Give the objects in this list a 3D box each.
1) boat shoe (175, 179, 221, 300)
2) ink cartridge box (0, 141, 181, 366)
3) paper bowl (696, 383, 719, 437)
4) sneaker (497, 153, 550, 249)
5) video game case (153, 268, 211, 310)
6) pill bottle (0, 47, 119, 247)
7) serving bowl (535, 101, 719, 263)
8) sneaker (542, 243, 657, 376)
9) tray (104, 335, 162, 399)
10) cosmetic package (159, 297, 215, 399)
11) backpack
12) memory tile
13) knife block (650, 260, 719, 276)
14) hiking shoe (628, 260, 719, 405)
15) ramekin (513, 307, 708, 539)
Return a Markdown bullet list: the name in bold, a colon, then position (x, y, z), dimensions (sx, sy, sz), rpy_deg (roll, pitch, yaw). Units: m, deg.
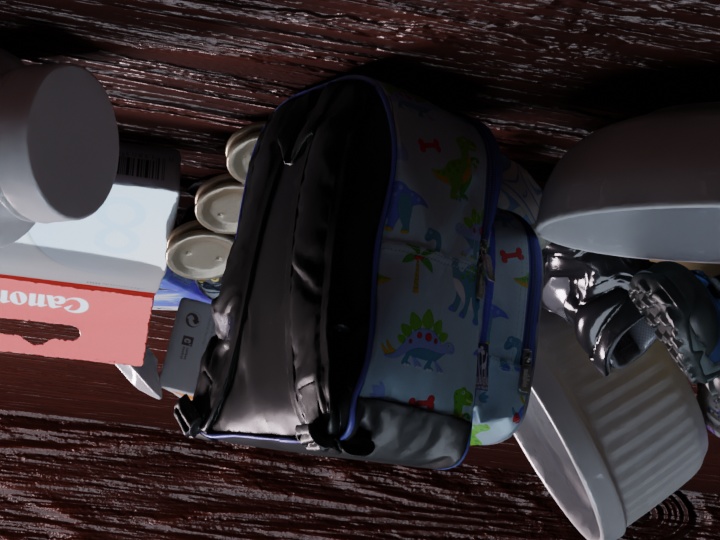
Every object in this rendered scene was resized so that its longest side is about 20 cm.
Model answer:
- **boat shoe**: position (-0.101, -0.025, 1.277), dimensions (0.091, 0.071, 0.200), rpy_deg (39, 171, -19)
- **ink cartridge box**: position (-0.210, -0.002, 1.186), dimensions (0.159, 0.047, 0.201), rpy_deg (7, 130, -10)
- **paper bowl**: position (0.344, 0.065, 1.282), dimensions (0.199, 0.105, 0.201), rpy_deg (1, -163, 0)
- **sneaker**: position (0.060, -0.010, 1.123), dimensions (0.072, 0.073, 0.200), rpy_deg (-21, 166, -30)
- **video game case**: position (-0.224, -0.006, 1.469), dimensions (0.180, 0.046, 0.200), rpy_deg (1, 168, 19)
- **pill bottle**: position (-0.236, -0.066, 0.973), dimensions (0.199, 0.112, 0.111), rpy_deg (0, 168, 27)
- **serving bowl**: position (0.194, -0.049, 0.954), dimensions (0.199, 0.066, 0.200), rpy_deg (3, 173, 0)
- **sneaker**: position (0.139, 0.016, 1.173), dimensions (0.075, 0.114, 0.200), rpy_deg (-32, 177, -18)
- **tray**: position (-0.214, 0.012, 1.318), dimensions (0.200, 0.022, 0.107), rpy_deg (50, 169, -12)
- **cosmetic package**: position (-0.042, 0.083, 1.354), dimensions (0.199, 0.072, 0.101), rpy_deg (13, 171, 7)
- **backpack**: position (0.008, 0.004, 0.984), dimensions (0.146, 0.201, 0.183), rpy_deg (12, 171, -33)
- **memory tile**: position (-0.012, -0.030, 1.140), dimensions (0.199, 0.017, 0.153), rpy_deg (11, 140, -23)
- **knife block**: position (0.230, -0.011, 1.162), dimensions (0.199, 0.064, 0.176), rpy_deg (4, 169, 9)
- **hiking shoe**: position (0.218, 0.023, 1.045), dimensions (0.087, 0.075, 0.200), rpy_deg (-38, 154, 11)
- **ramekin**: position (0.170, 0.091, 1.322), dimensions (0.105, 0.201, 0.200), rpy_deg (-29, 172, -6)
